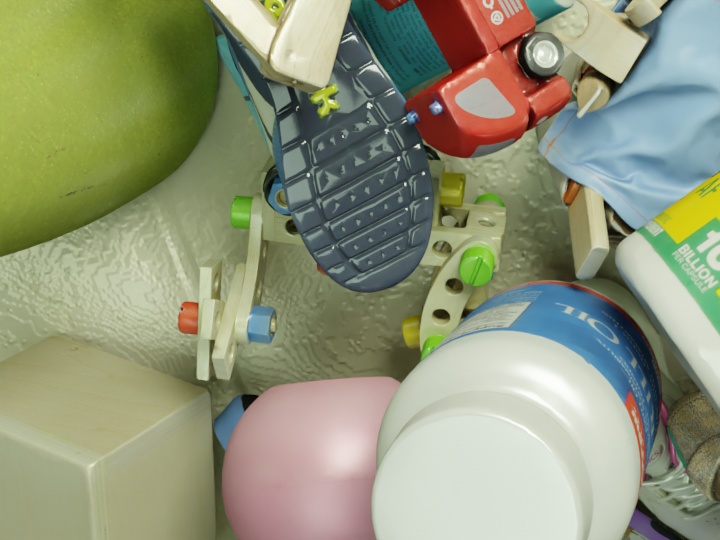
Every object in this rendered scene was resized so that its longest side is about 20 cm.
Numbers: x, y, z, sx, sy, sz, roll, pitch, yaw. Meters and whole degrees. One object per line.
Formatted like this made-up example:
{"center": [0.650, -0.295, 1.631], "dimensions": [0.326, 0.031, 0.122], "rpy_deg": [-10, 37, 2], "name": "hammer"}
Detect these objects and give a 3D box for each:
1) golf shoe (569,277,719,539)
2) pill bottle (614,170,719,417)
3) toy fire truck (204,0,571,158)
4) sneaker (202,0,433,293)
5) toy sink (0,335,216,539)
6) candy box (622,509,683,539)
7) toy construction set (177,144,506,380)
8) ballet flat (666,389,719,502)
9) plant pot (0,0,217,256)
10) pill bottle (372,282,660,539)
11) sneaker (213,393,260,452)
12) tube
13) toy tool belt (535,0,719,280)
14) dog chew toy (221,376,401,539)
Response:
{"center": [0.163, 0.100, 0.787], "dimensions": [0.075, 0.092, 0.200], "rpy_deg": [-37, 104, 24], "name": "golf shoe"}
{"center": [0.221, -0.021, 0.628], "dimensions": [0.199, 0.113, 0.113], "rpy_deg": [-36, 104, 7], "name": "pill bottle"}
{"center": [-0.008, -0.127, 0.633], "dimensions": [0.140, 0.049, 0.201], "rpy_deg": [-32, 98, -17], "name": "toy fire truck"}
{"center": [-0.020, -0.087, 0.703], "dimensions": [0.073, 0.082, 0.202], "rpy_deg": [-22, 96, 0], "name": "sneaker"}
{"center": [-0.164, 0.161, 0.862], "dimensions": [0.129, 0.112, 0.202], "rpy_deg": [15, 117, 31], "name": "toy sink"}
{"center": [0.166, 0.242, 0.791], "dimensions": [0.199, 0.168, 0.072], "rpy_deg": [33, 140, 4], "name": "candy box"}
{"center": [0.000, 0.000, 0.774], "dimensions": [0.197, 0.092, 0.132], "rpy_deg": [-2, 122, -4], "name": "toy construction set"}
{"center": [0.244, 0.054, 0.743], "dimensions": [0.198, 0.067, 0.069], "rpy_deg": [-19, 132, -21], "name": "ballet flat"}
{"center": [-0.190, -0.082, 0.714], "dimensions": [0.185, 0.200, 0.189], "rpy_deg": [6, 117, 12], "name": "plant pot"}
{"center": [0.071, 0.076, 0.632], "dimensions": [0.111, 0.200, 0.114], "rpy_deg": [3, 102, 16], "name": "pill bottle"}
{"center": [0.011, 0.120, 0.850], "dimensions": [0.199, 0.070, 0.078], "rpy_deg": [34, 104, -5], "name": "sneaker"}
{"center": [0.014, -0.121, 0.741], "dimensions": [0.198, 0.050, 0.078], "rpy_deg": [-20, 104, 31], "name": "tube"}
{"center": [0.152, -0.098, 0.675], "dimensions": [0.124, 0.123, 0.201], "rpy_deg": [25, 118, 0], "name": "toy tool belt"}
{"center": [-0.008, 0.159, 0.748], "dimensions": [0.123, 0.124, 0.203], "rpy_deg": [-7, 82, 16], "name": "dog chew toy"}
